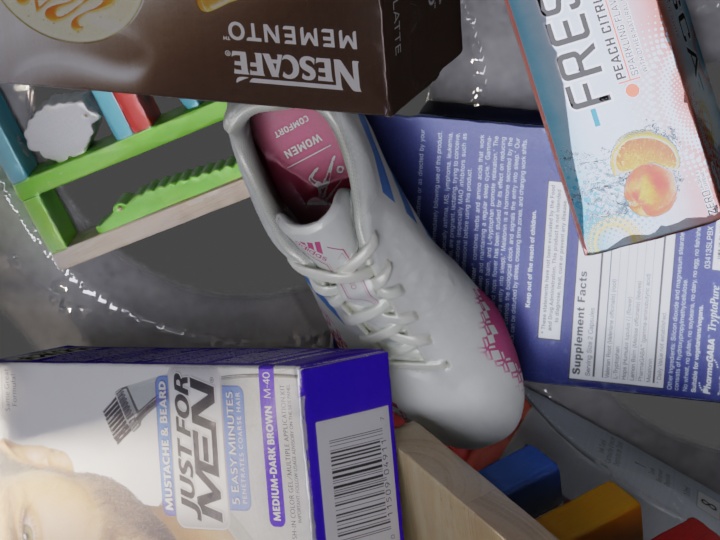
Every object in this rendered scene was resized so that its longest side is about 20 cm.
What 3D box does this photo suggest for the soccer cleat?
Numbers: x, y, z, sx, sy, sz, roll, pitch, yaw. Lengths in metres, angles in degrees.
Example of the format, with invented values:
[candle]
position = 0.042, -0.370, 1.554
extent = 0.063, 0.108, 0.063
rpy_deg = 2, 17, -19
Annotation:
[soccer cleat]
position = 0.000, 0.000, 1.219
extent = 0.070, 0.086, 0.200
rpy_deg = -30, 99, 17

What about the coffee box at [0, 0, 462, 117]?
[coffee box]
position = -0.065, -0.135, 1.173
extent = 0.200, 0.080, 0.115
rpy_deg = 7, 116, 24

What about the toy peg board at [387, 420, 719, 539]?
[toy peg board]
position = 0.111, 0.175, 1.228
extent = 0.098, 0.199, 0.200
rpy_deg = -24, 128, -24

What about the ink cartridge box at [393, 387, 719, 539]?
[ink cartridge box]
position = 0.060, 0.135, 1.328
extent = 0.200, 0.050, 0.162
rpy_deg = 28, 115, -5

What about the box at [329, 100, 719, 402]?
[box]
position = 0.089, -0.009, 1.262
extent = 0.200, 0.032, 0.121
rpy_deg = 6, 107, 8

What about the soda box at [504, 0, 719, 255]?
[soda box]
position = 0.098, -0.113, 1.183
extent = 0.063, 0.068, 0.200
rpy_deg = -15, 98, 17

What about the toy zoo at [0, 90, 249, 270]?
[toy zoo]
position = -0.123, -0.110, 1.274
extent = 0.131, 0.020, 0.200
rpy_deg = -20, 108, 19

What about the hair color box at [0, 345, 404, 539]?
[hair color box]
position = -0.077, 0.090, 1.252
extent = 0.200, 0.065, 0.110
rpy_deg = -1, 95, 42
